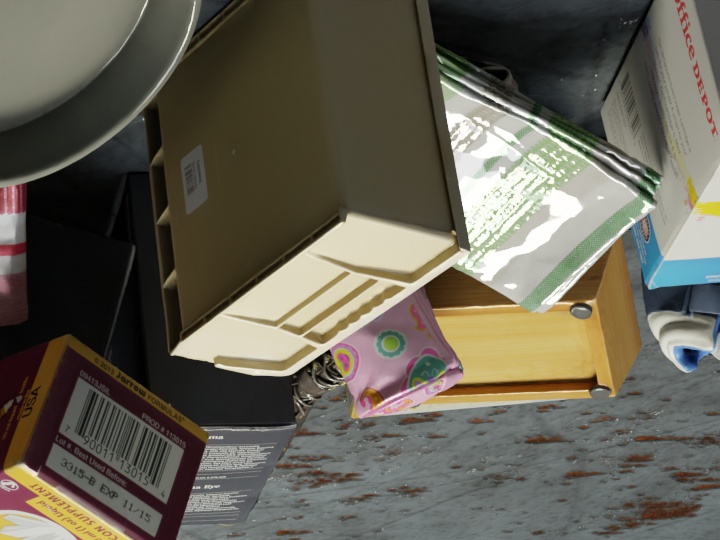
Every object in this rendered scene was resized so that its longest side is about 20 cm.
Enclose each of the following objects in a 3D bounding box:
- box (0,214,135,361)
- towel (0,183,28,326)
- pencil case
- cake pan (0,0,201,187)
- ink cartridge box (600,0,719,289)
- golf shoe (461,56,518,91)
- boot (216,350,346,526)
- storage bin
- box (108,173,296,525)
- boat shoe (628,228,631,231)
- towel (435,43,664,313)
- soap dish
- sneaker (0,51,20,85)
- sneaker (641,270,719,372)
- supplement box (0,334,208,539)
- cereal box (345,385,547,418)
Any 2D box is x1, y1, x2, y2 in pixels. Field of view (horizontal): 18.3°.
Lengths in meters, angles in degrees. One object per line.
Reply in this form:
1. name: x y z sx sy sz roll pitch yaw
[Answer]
1. box: -0.277 0.046 1.557 0.200 0.118 0.197 16 150 -7
2. towel: -0.281 -0.052 1.395 0.144 0.023 0.200 -4 116 -15
3. pencil case: 0.000 0.000 1.536 0.087 0.200 0.087 -22 173 -3
4. cake pan: -0.183 -0.132 1.290 0.200 0.037 0.200 -32 153 -19
5. ink cartridge box: 0.265 -0.102 1.474 0.144 0.147 0.200 -5 154 -12
6. golf shoe: 0.082 -0.097 1.505 0.200 0.073 0.092 15 143 -41
7. boot: -0.052 0.095 1.751 0.069 0.200 0.174 35 145 -14
8. storage bin: -0.043 -0.064 1.381 0.094 0.200 0.198 13 146 -36
9. box: -0.123 0.060 1.604 0.104 0.200 0.182 -1 153 -15
10. boat shoe: 0.160 -0.054 1.628 0.200 0.065 0.073 -6 155 -7
11. towel: 0.078 -0.055 1.459 0.200 0.031 0.149 27 129 -18
12. soap dish: 0.099 0.032 1.633 0.200 0.081 0.157 -3 144 12
13. sneaker: -0.265 -0.160 1.276 0.083 0.071 0.200 -41 144 8
14. sneaker: 0.293 -0.004 1.684 0.081 0.147 0.200 11 148 -36
15. supplement box: -0.219 0.136 1.461 0.131 0.103 0.200 38 142 -29
16. cereal box: 0.094 0.075 1.897 0.200 0.040 0.144 -5 154 -11
